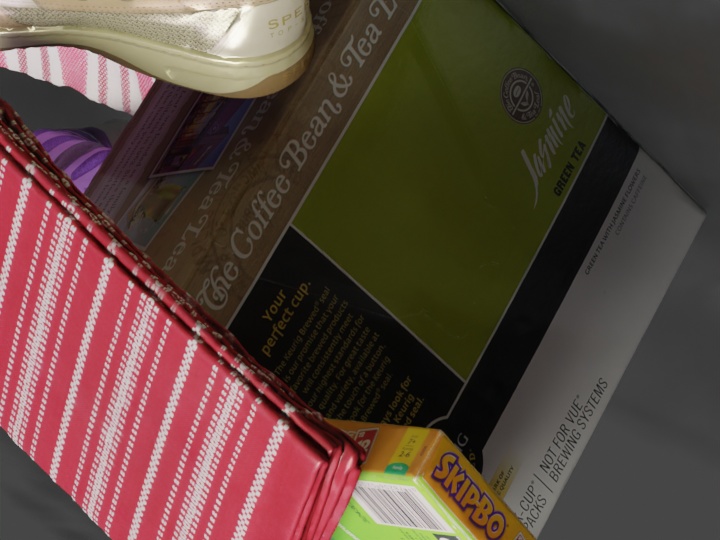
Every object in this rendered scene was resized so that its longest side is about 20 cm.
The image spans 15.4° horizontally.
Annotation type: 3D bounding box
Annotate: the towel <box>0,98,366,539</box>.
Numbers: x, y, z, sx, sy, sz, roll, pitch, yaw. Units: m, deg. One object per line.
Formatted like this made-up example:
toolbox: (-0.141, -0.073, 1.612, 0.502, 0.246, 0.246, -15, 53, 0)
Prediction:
towel: (-0.086, 0.043, 0.966, 0.200, 0.022, 0.145, 43, 142, 19)

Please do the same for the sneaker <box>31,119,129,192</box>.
sneaker: (-0.129, -0.026, 1.248, 0.083, 0.081, 0.200, 2, -171, -22)

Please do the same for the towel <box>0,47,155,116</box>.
towel: (-0.177, -0.136, 1.233, 0.199, 0.030, 0.147, 18, 154, 28)

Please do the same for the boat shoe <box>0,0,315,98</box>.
boat shoe: (-0.111, -0.119, 0.976, 0.199, 0.072, 0.065, 15, 137, 16)

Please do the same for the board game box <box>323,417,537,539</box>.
board game box: (-0.021, 0.089, 0.995, 0.199, 0.030, 0.096, 0, 141, 44)

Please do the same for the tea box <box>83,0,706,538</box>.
tea box: (0.000, 0.000, 1.077, 0.197, 0.200, 0.133, 43, 153, -26)
